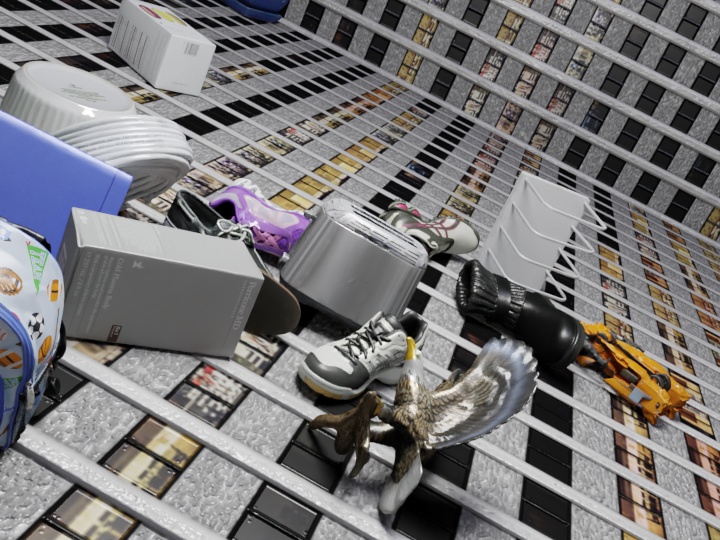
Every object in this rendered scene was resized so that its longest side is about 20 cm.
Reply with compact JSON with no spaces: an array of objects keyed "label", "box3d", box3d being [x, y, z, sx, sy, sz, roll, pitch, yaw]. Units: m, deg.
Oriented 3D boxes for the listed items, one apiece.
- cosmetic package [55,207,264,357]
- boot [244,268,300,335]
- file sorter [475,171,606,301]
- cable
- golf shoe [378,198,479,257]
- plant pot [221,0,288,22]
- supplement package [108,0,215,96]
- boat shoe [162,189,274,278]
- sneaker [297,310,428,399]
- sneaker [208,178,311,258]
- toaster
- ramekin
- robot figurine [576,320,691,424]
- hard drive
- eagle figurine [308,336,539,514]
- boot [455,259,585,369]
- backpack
[{"label":"cosmetic package","box3d":[-0.211,0.016,0.906,0.197,0.108,0.090,11,25,-30]},{"label":"boot","box3d":[-0.158,0.012,1.034,0.197,0.075,0.076,24,11,0]},{"label":"file sorter","box3d":[0.302,-0.033,1.478,0.136,0.203,0.125,17,24,-19]},{"label":"cable","box3d":[-0.296,-0.126,1.041,0.198,0.198,0.071,-11,83,-52]},{"label":"golf shoe","box3d":[0.122,-0.051,1.518,0.197,0.078,0.089,13,44,-24]},{"label":"plant pot","box3d":[-0.337,-0.913,2.806,0.199,0.182,0.198,38,24,27]},{"label":"supplement package","box3d":[-0.400,-0.450,1.758,0.113,0.111,0.199,0,33,-49]},{"label":"boat shoe","box3d":[-0.171,-0.035,1.117,0.199,0.069,0.073,39,24,28]},{"label":"sneaker","box3d":[0.006,0.087,1.016,0.075,0.089,0.198,38,26,26]},{"label":"sneaker","box3d":[-0.135,-0.055,1.208,0.198,0.082,0.088,30,28,24]},{"label":"toaster","box3d":[0.000,0.000,1.119,0.198,0.131,0.114,29,11,-10]},{"label":"ramekin","box3d":[-0.406,-0.216,1.231,0.199,0.095,0.203,22,21,-9]},{"label":"robot figurine","box3d":[0.409,0.152,1.370,0.143,0.059,0.200,2,33,-48]},{"label":"hard drive","box3d":[-0.349,-0.080,0.891,0.198,0.134,0.025,27,-8,-27]},{"label":"eagle figurine","box3d":[0.072,0.140,0.876,0.197,0.154,0.151,2,19,-32]},{"label":"boot","box3d":[0.235,0.065,1.333,0.156,0.080,0.211,26,9,-19]},{"label":"backpack","box3d":[-0.306,0.039,0.624,0.197,0.192,0.156,19,38,-16]}]
